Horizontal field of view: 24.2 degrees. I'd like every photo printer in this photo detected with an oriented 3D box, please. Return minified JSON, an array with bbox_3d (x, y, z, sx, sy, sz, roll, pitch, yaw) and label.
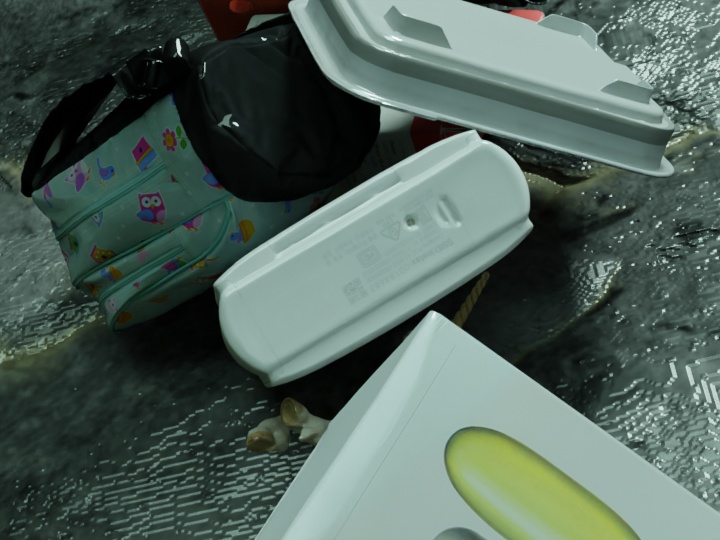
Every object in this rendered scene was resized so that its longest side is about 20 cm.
[{"bbox_3d":[0.000,0.000,0.898,0.166,0.200,0.070,-31,89,-7],"label":"photo printer"}]

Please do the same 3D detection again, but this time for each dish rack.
[{"bbox_3d":[0.069,-0.116,0.906,0.200,0.044,0.172,14,21,-18],"label":"dish rack"}]

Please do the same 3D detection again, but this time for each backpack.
[{"bbox_3d":[-0.099,-0.053,0.961,0.200,0.127,0.167,-30,-9,36],"label":"backpack"}]

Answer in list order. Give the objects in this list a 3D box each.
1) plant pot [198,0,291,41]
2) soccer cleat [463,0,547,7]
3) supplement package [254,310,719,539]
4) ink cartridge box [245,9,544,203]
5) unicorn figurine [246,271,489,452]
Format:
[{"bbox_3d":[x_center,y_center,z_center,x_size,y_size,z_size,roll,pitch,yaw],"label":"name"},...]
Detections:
[{"bbox_3d":[-0.037,-0.250,1.140,0.199,0.200,0.177,-8,57,12],"label":"plant pot"},{"bbox_3d":[0.085,-0.193,1.078,0.081,0.068,0.200,17,9,4],"label":"soccer cleat"},{"bbox_3d":[0.042,0.165,0.683,0.200,0.147,0.191,35,60,-1],"label":"supplement package"},{"bbox_3d":[0.015,-0.104,1.059,0.199,0.067,0.116,2,49,20],"label":"ink cartridge box"},{"bbox_3d":[0.017,0.097,0.857,0.074,0.137,0.200,-35,58,40],"label":"unicorn figurine"}]
